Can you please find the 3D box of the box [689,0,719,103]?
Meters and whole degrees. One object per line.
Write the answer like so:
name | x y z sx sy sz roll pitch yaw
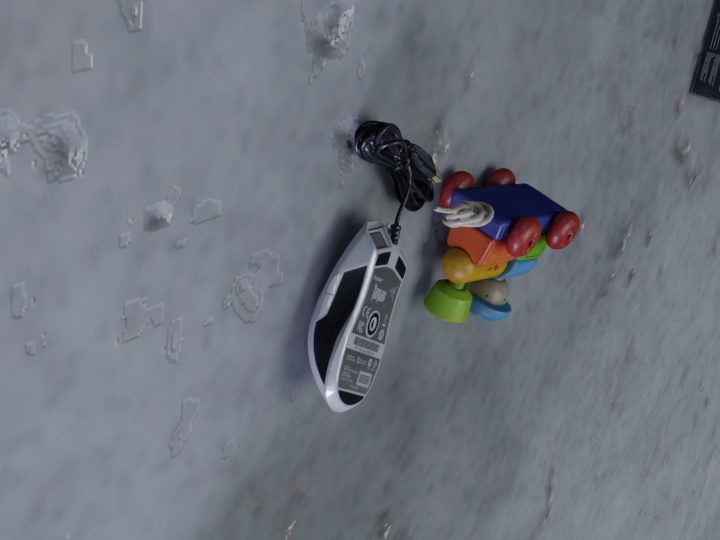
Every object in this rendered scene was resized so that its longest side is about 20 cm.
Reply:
box | 0.452 -0.279 1.435 0.163 0.086 0.201 -11 118 -55

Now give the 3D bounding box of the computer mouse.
computer mouse | 0.000 0.000 0.940 0.110 0.044 0.201 29 78 -64

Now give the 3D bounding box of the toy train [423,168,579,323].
toy train | 0.083 -0.009 1.037 0.200 0.084 0.116 -10 131 -55
